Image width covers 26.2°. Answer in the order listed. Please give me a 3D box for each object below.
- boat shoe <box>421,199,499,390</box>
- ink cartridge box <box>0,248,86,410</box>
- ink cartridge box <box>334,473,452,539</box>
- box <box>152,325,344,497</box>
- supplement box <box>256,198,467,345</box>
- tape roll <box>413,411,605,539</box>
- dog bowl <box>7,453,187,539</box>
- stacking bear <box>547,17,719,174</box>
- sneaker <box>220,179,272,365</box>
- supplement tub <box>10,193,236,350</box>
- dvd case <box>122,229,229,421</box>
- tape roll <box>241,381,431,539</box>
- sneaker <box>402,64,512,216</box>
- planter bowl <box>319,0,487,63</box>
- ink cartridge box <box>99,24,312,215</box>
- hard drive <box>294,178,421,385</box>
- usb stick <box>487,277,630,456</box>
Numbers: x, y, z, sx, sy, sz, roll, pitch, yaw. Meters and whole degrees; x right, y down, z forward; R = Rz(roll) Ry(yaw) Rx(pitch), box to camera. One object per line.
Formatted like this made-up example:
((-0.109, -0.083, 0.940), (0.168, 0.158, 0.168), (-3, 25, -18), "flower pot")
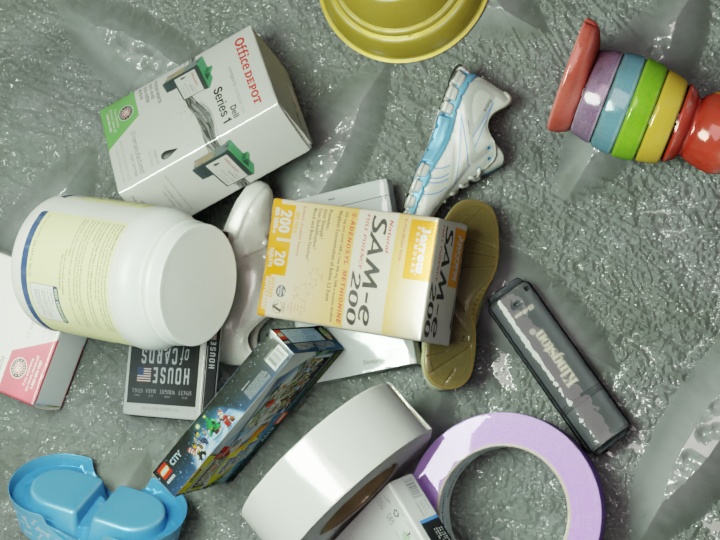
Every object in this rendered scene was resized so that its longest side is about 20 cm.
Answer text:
((0.100, 0.026, 1.629), (0.073, 0.063, 0.202), (8, 82, -7), "boat shoe")
((-0.409, 0.053, 1.729), (0.199, 0.083, 0.148), (19, 88, 15), "ink cartridge box")
((0.020, 0.300, 1.584), (0.100, 0.039, 0.200), (57, 135, 18), "ink cartridge box")
((-0.115, 0.144, 1.604), (0.038, 0.136, 0.200), (44, 104, 15), "box")
((0.000, 0.000, 1.592), (0.199, 0.073, 0.127), (7, 88, 29), "supplement box")
((0.150, 0.247, 1.584), (0.198, 0.066, 0.202), (-2, 83, 14), "tape roll")
((-0.283, 0.262, 1.664), (0.199, 0.112, 0.050), (15, 120, 14), "dog bowl")
((0.302, -0.162, 1.581), (0.199, 0.121, 0.114), (21, 86, 7), "stacking bear")
((-0.112, 0.006, 1.676), (0.088, 0.075, 0.202), (17, 97, 13), "sneaker")
((-0.241, 0.002, 1.581), (0.199, 0.145, 0.146), (9, 85, 33), "supplement tub")
((-0.199, 0.059, 1.669), (0.150, 0.025, 0.202), (-2, 80, 49), "dvd case")
((-0.023, 0.206, 1.560), (0.202, 0.202, 0.071), (-44, 75, 4), "tape roll")
((0.104, -0.110, 1.639), (0.086, 0.075, 0.201), (21, 94, -1), "sneaker")
((0.039, -0.332, 1.672), (0.199, 0.083, 0.202), (-2, 83, 13), "planter bowl")
((-0.168, -0.153, 1.670), (0.199, 0.084, 0.147), (-29, 47, 8), "ink cartridge box")
((-0.013, 0.014, 1.663), (0.131, 0.027, 0.202), (-12, 81, 19), "hard drive")
((0.205, 0.099, 1.605), (0.055, 0.033, 0.201), (-36, 76, 7), "usb stick")
